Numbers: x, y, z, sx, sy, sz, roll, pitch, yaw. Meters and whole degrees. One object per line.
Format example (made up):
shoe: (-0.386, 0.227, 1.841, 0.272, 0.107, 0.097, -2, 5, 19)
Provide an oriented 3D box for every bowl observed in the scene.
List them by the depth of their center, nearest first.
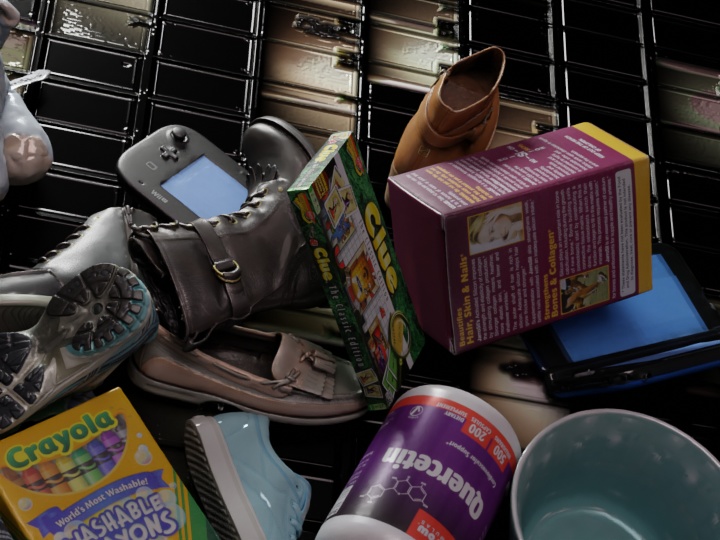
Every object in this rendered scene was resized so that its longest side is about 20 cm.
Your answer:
bowl: (0.195, 0.218, 1.343, 0.201, 0.105, 0.201, 9, 54, -13)

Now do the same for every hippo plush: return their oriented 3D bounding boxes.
hippo plush: (-0.314, -0.160, 1.404, 0.159, 0.161, 0.200, 36, 53, 9)

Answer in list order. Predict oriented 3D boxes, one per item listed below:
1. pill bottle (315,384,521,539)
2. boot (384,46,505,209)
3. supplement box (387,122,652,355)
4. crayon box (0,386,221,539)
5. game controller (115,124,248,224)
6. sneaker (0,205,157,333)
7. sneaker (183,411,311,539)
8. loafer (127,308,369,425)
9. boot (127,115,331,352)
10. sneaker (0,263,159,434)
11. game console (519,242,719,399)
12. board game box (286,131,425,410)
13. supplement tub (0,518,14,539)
pill bottle: (0.038, 0.190, 1.306, 0.112, 0.112, 0.200, 30, 52, 4)
boot: (0.096, -0.151, 1.539, 0.074, 0.155, 0.200, 27, 52, 2)
supplement box: (0.137, -0.030, 1.454, 0.200, 0.131, 0.103, -16, 28, -21)
crayon box: (-0.200, 0.173, 1.277, 0.126, 0.052, 0.200, -25, 66, -31)
game controller: (-0.112, -0.047, 1.459, 0.200, 0.042, 0.104, 38, 34, 10)
sneaker: (-0.242, 0.007, 1.375, 0.200, 0.075, 0.106, -1, 51, -30)
sneaker: (-0.066, 0.188, 1.297, 0.082, 0.074, 0.200, -11, 61, -21)
loafer: (-0.082, 0.075, 1.371, 0.200, 0.063, 0.072, 9, 35, -11)
boot: (-0.106, -0.036, 1.380, 0.174, 0.069, 0.200, -8, 61, -33)
sneaker: (-0.236, 0.079, 1.303, 0.200, 0.086, 0.078, -31, 65, 2)
game console: (0.247, 0.034, 1.489, 0.200, 0.171, 0.118, -12, 87, -25)
board game box: (0.000, 0.000, 1.371, 0.023, 0.200, 0.105, -9, 26, 23)
supplement tub: (-0.309, 0.180, 1.201, 0.107, 0.107, 0.200, -24, 66, -31)
